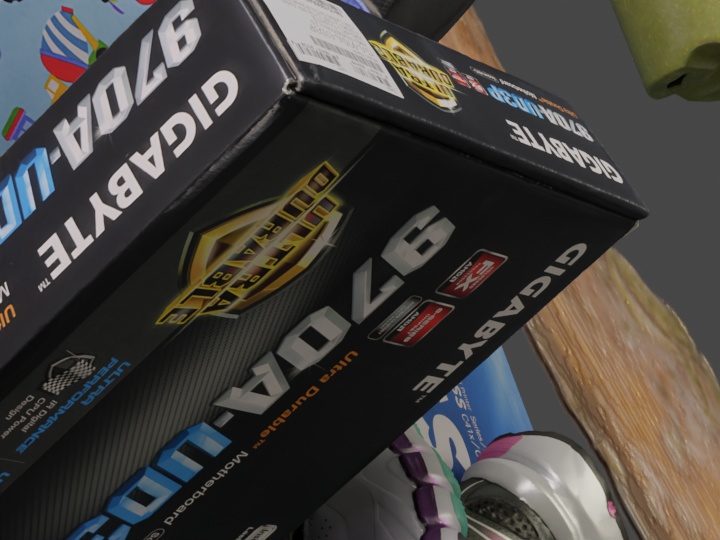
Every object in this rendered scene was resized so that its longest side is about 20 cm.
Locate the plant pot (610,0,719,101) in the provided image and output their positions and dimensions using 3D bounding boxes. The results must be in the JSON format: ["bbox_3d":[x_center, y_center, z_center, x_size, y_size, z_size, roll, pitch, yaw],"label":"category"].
[{"bbox_3d":[0.188,-0.191,1.316,0.200,0.200,0.185,2,71,-60],"label":"plant pot"}]

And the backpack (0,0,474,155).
[{"bbox_3d":[-0.086,-0.090,0.727,0.200,0.183,0.135,42,41,0],"label":"backpack"}]

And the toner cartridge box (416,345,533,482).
[{"bbox_3d":[0.000,0.000,0.923,0.095,0.043,0.201,16,49,-56],"label":"toner cartridge box"}]

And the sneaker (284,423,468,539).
[{"bbox_3d":[-0.026,0.062,0.773,0.087,0.075,0.200,9,31,-16],"label":"sneaker"}]

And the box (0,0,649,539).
[{"bbox_3d":[-0.046,0.019,0.645,0.159,0.200,0.046,17,36,-54],"label":"box"}]

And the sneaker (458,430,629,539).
[{"bbox_3d":[0.056,0.160,0.841,0.086,0.080,0.201,-25,92,-32],"label":"sneaker"}]
